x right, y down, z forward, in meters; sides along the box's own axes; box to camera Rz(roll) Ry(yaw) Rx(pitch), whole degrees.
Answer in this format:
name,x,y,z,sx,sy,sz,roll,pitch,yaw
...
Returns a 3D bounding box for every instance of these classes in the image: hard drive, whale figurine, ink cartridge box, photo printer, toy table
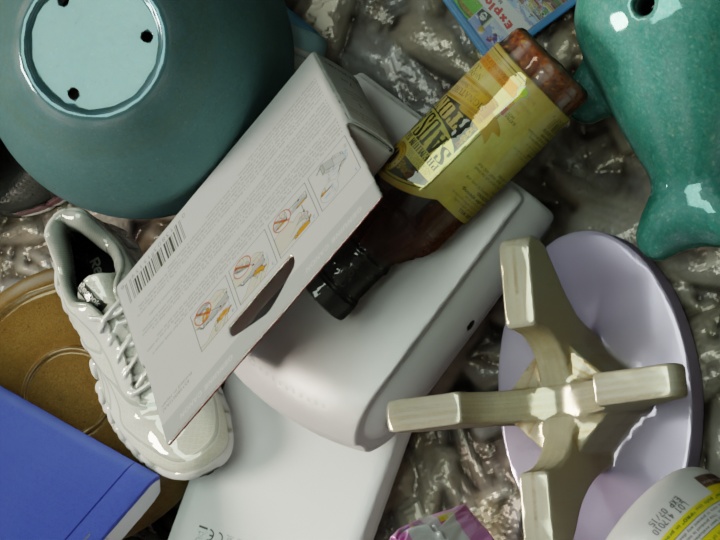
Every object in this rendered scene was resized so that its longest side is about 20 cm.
name,x,y,z,sx,sy,sz,roll,pitch,yaw
hard drive,-0.245,0.133,1.636,0.199,0.025,0.132,27,54,20
whale figurine,0.186,-0.110,1.509,0.158,0.104,0.201,-5,81,28
ink cartridge box,-0.056,-0.008,1.521,0.200,0.043,0.174,-49,33,16
photo printer,0.000,0.000,1.601,0.166,0.069,0.200,38,92,29
toy table,0.120,0.074,1.521,0.183,0.117,0.201,-21,76,25
hard drive,-0.047,0.141,1.635,0.131,0.026,0.201,16,82,29

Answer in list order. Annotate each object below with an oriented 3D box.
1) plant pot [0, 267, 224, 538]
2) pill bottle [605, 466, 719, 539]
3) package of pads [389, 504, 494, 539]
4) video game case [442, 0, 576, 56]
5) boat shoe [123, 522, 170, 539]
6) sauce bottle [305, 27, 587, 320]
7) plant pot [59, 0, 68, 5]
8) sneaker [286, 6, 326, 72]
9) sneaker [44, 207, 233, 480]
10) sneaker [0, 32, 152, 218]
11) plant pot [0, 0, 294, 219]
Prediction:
name,x,y,z,sx,sy,sz,roll,pitch,yaw
plant pot,-0.189,0.083,1.697,0.199,0.028,0.201,-4,67,9
pill bottle,0.230,0.208,1.449,0.200,0.109,0.110,38,103,27
package of pads,0.044,0.240,1.518,0.121,0.075,0.200,52,142,23
video game case,0.117,-0.240,1.582,0.200,0.018,0.143,-35,93,21
boat shoe,-0.168,0.178,1.701,0.067,0.057,0.200,-50,65,15
sauce bottle,0.045,-0.053,1.521,0.200,0.066,0.066,-46,66,5
plant pot,-0.287,-0.229,1.757,0.199,0.187,0.188,13,91,15
sneaker,-0.081,-0.218,1.686,0.200,0.080,0.131,34,93,17
sneaker,-0.148,0.045,1.647,0.075,0.081,0.200,-31,67,-4
sneaker,-0.203,-0.110,1.718,0.200,0.115,0.076,-37,69,20
plant pot,-0.148,-0.132,1.579,0.199,0.135,0.201,0,91,7
